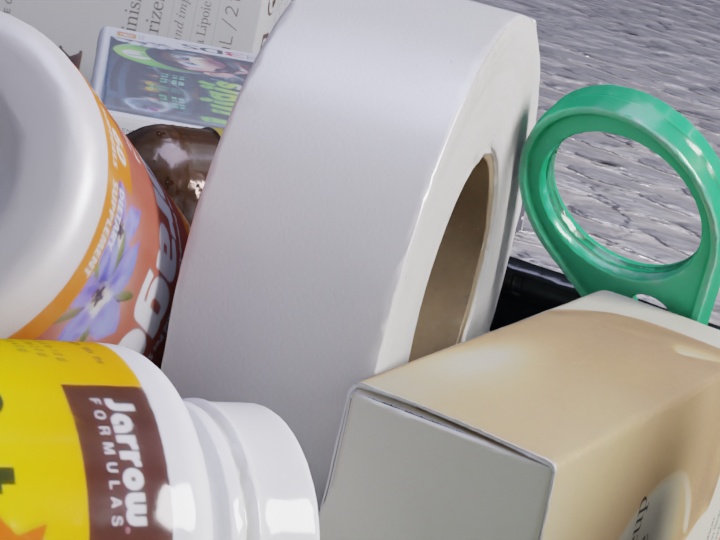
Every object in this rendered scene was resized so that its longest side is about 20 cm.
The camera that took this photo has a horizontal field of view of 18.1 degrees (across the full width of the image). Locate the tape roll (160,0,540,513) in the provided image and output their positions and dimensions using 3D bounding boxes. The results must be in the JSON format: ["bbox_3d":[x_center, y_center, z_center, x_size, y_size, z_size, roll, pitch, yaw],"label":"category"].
[{"bbox_3d":[0.000,0.000,0.774,0.071,0.203,0.202,16,15,13],"label":"tape roll"}]

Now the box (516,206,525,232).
[{"bbox_3d":[-0.021,-0.073,1.327,0.199,0.049,0.161,3,17,-31],"label":"box"}]

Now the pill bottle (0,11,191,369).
[{"bbox_3d":[-0.110,0.003,0.727,0.112,0.113,0.200,17,-14,16],"label":"pill bottle"}]

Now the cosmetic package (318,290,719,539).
[{"bbox_3d":[0.061,0.076,0.739,0.071,0.106,0.200,20,18,24],"label":"cosmetic package"}]

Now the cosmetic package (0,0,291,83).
[{"bbox_3d":[-0.141,-0.200,1.464,0.199,0.165,0.165,14,15,7],"label":"cosmetic package"}]

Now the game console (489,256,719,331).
[{"bbox_3d":[0.143,0.048,0.934,0.199,0.031,0.177,18,-7,21],"label":"game console"}]

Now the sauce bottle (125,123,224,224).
[{"bbox_3d":[-0.060,-0.028,0.944,0.199,0.065,0.065,5,17,-25],"label":"sauce bottle"}]

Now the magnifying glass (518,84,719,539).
[{"bbox_3d":[0.110,0.021,0.835,0.079,0.200,0.022,6,40,35],"label":"magnifying glass"}]

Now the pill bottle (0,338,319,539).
[{"bbox_3d":[-0.115,0.071,0.592,0.199,0.110,0.109,3,18,-32],"label":"pill bottle"}]

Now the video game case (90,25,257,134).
[{"bbox_3d":[-0.057,-0.088,1.229,0.181,0.023,0.200,9,18,-7],"label":"video game case"}]
